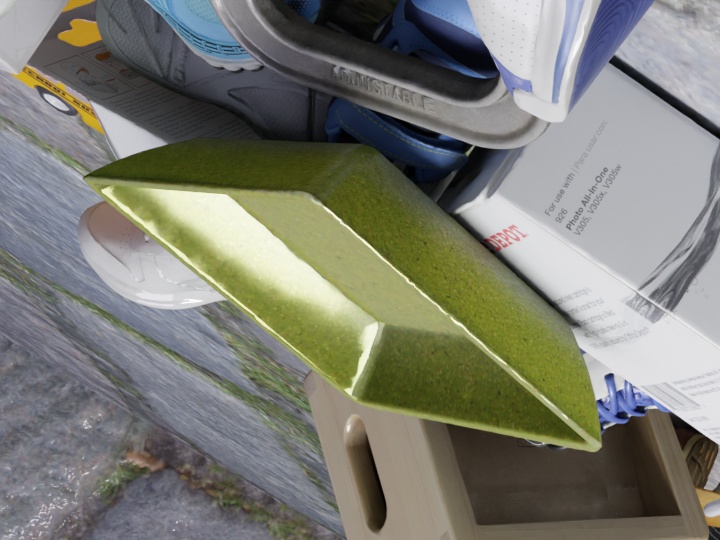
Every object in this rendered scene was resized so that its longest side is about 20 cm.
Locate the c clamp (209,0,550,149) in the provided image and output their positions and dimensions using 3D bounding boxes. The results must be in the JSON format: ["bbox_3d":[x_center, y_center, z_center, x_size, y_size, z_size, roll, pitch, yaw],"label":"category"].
[{"bbox_3d":[-0.008,-0.127,1.069,0.199,0.027,0.171,24,141,22],"label":"c clamp"}]

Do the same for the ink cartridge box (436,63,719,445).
[{"bbox_3d":[0.140,-0.002,1.191,0.200,0.084,0.146,34,169,-6],"label":"ink cartridge box"}]

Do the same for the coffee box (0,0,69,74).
[{"bbox_3d":[-0.220,-0.183,1.338,0.200,0.113,0.080,21,164,45],"label":"coffee box"}]

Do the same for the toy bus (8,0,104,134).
[{"bbox_3d":[-0.124,-0.107,1.525,0.200,0.065,0.078,33,166,1],"label":"toy bus"}]

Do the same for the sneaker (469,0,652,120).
[{"bbox_3d":[0.041,-0.143,0.871,0.115,0.081,0.200,32,163,21],"label":"sneaker"}]

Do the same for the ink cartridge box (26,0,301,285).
[{"bbox_3d":[-0.082,-0.073,1.389,0.200,0.050,0.161,27,-156,17],"label":"ink cartridge box"}]

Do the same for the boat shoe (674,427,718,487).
[{"bbox_3d":[0.181,0.133,1.690,0.067,0.072,0.200,29,171,9],"label":"boat shoe"}]

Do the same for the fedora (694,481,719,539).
[{"bbox_3d":[0.258,0.140,1.481,0.200,0.082,0.201,27,164,8],"label":"fedora"}]

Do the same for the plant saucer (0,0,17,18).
[{"bbox_3d":[-0.183,-0.207,1.165,0.200,0.050,0.201,39,142,39],"label":"plant saucer"}]

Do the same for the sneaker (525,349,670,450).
[{"bbox_3d":[0.138,0.050,1.338,0.199,0.115,0.081,28,169,24],"label":"sneaker"}]

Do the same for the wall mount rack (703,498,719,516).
[{"bbox_3d":[0.265,0.109,1.226,0.173,0.075,0.200,-9,169,-45],"label":"wall mount rack"}]

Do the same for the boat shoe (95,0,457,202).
[{"bbox_3d":[-0.033,-0.101,1.324,0.201,0.065,0.075,26,131,13],"label":"boat shoe"}]

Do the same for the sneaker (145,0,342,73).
[{"bbox_3d":[-0.084,-0.153,1.190,0.200,0.079,0.090,23,162,40],"label":"sneaker"}]

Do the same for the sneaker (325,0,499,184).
[{"bbox_3d":[0.032,-0.080,1.164,0.074,0.082,0.200,34,165,-2],"label":"sneaker"}]

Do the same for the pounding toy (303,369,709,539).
[{"bbox_3d":[0.073,0.091,1.445,0.183,0.201,0.142,1,148,-30],"label":"pounding toy"}]

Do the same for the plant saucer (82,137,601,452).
[{"bbox_3d":[0.000,0.000,1.217,0.200,0.048,0.200,41,162,-30],"label":"plant saucer"}]

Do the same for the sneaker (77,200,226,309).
[{"bbox_3d":[-0.074,-0.023,1.484,0.199,0.075,0.100,13,137,28],"label":"sneaker"}]
